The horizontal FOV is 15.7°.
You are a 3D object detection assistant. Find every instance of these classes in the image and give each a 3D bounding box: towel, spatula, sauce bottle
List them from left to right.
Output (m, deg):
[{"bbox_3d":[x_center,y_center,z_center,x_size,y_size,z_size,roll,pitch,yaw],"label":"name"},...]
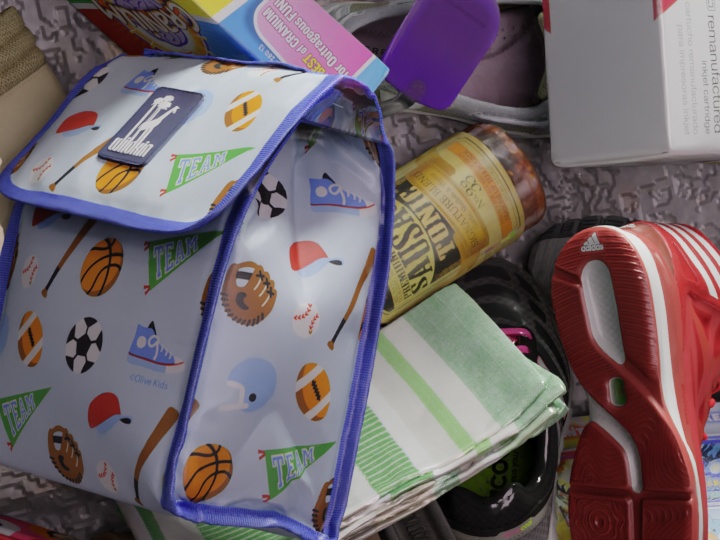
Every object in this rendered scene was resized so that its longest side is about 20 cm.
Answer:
[{"bbox_3d":[-0.014,0.082,1.211,0.200,0.153,0.023,-31,117,-7],"label":"towel"},{"bbox_3d":[-0.006,-0.064,1.281,0.200,0.021,0.056,-46,134,17],"label":"spatula"},{"bbox_3d":[0.000,0.000,1.298,0.200,0.066,0.066,-35,101,-20],"label":"sauce bottle"}]

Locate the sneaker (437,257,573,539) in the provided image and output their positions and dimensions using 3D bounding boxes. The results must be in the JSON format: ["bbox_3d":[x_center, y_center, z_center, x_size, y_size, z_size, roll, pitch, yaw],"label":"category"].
[{"bbox_3d":[0.066,0.064,1.275,0.073,0.088,0.200,-2,52,6],"label":"sneaker"}]

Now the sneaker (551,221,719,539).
[{"bbox_3d":[0.158,0.072,1.264,0.115,0.078,0.201,-12,101,-47],"label":"sneaker"}]

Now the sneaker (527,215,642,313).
[{"bbox_3d":[0.179,0.031,1.366,0.199,0.087,0.075,23,83,0],"label":"sneaker"}]

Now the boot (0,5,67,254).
[{"bbox_3d":[-0.194,-0.013,1.223,0.200,0.073,0.156,-41,107,-20],"label":"boot"}]

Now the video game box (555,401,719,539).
[{"bbox_3d":[0.157,0.153,1.315,0.199,0.047,0.183,-4,52,-20],"label":"video game box"}]

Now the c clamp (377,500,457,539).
[{"bbox_3d":[-0.035,0.146,1.174,0.170,0.200,0.027,-21,116,2],"label":"c clamp"}]

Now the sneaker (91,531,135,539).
[{"bbox_3d":[-0.086,0.227,1.275,0.090,0.067,0.201,1,80,-39],"label":"sneaker"}]

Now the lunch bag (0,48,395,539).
[{"bbox_3d":[-0.079,0.003,1.151,0.124,0.170,0.201,17,86,-43],"label":"lunch bag"}]

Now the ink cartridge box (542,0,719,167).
[{"bbox_3d":[0.190,-0.129,1.328,0.200,0.083,0.146,-5,90,-41],"label":"ink cartridge box"}]

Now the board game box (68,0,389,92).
[{"bbox_3d":[-0.095,-0.138,1.223,0.200,0.153,0.040,41,76,-14],"label":"board game box"}]

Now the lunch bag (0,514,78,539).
[{"bbox_3d":[-0.169,0.215,1.197,0.176,0.082,0.201,16,87,8],"label":"lunch bag"}]

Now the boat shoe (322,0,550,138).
[{"bbox_3d":[0.070,-0.108,1.329,0.201,0.065,0.075,4,89,-21],"label":"boat shoe"}]

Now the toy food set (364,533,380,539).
[{"bbox_3d":[-0.009,0.223,1.218,0.060,0.200,0.144,15,124,12],"label":"toy food set"}]
